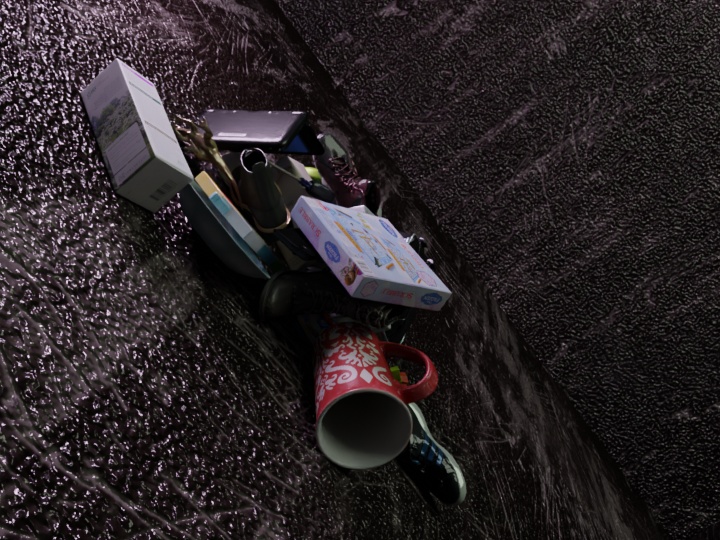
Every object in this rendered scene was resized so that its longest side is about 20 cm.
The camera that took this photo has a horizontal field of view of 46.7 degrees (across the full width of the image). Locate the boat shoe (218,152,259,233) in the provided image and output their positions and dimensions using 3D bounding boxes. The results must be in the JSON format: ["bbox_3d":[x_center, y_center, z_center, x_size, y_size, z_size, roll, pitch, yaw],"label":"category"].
[{"bbox_3d":[-0.196,-0.137,1.451,0.202,0.073,0.063,52,-28,40],"label":"boat shoe"}]

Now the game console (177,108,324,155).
[{"bbox_3d":[-0.184,-0.212,1.439,0.176,0.198,0.117,-65,153,-49],"label":"game console"}]

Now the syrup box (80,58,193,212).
[{"bbox_3d":[-0.310,-0.187,1.149,0.081,0.079,0.201,32,26,-55],"label":"syrup box"}]

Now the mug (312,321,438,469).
[{"bbox_3d":[0.012,0.171,1.211,0.200,0.176,0.135,-109,-160,-62],"label":"mug"}]

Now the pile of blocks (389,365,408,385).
[{"bbox_3d":[0.047,0.177,1.376,0.200,0.062,0.083,-144,-141,-83],"label":"pile of blocks"}]

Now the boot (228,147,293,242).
[{"bbox_3d":[-0.168,-0.154,1.314,0.200,0.077,0.139,46,-22,46],"label":"boot"}]

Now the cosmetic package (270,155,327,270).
[{"bbox_3d":[-0.114,-0.097,1.530,0.201,0.103,0.073,59,17,22],"label":"cosmetic package"}]

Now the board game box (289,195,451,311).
[{"bbox_3d":[0.016,-0.025,1.285,0.199,0.041,0.200,12,31,-44],"label":"board game box"}]

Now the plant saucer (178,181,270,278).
[{"bbox_3d":[-0.207,-0.056,1.203,0.201,0.039,0.201,51,-1,1],"label":"plant saucer"}]

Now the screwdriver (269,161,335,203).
[{"bbox_3d":[-0.116,-0.167,1.457,0.199,0.028,0.029,32,56,-41],"label":"screwdriver"}]

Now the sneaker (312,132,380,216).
[{"bbox_3d":[-0.013,-0.170,1.516,0.115,0.075,0.201,-21,-86,62],"label":"sneaker"}]

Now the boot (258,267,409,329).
[{"bbox_3d":[-0.036,0.048,1.251,0.173,0.070,0.199,18,23,30],"label":"boot"}]

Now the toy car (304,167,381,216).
[{"bbox_3d":[-0.072,-0.110,1.652,0.200,0.174,0.151,47,53,-35],"label":"toy car"}]

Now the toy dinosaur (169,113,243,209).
[{"bbox_3d":[-0.241,-0.190,1.303,0.200,0.058,0.101,43,-7,20],"label":"toy dinosaur"}]

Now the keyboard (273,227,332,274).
[{"bbox_3d":[-0.056,-0.026,1.305,0.104,0.040,0.200,37,20,22],"label":"keyboard"}]

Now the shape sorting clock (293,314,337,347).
[{"bbox_3d":[-0.059,0.090,1.400,0.200,0.039,0.200,49,15,-18],"label":"shape sorting clock"}]

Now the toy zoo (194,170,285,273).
[{"bbox_3d":[-0.186,-0.075,1.270,0.131,0.020,0.200,49,-4,23],"label":"toy zoo"}]

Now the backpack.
[{"bbox_3d":[0.042,0.038,1.567,0.178,0.149,0.201,65,38,-54],"label":"backpack"}]

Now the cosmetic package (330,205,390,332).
[{"bbox_3d":[0.000,0.000,1.437,0.102,0.073,0.202,37,47,-55],"label":"cosmetic package"}]

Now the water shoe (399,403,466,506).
[{"bbox_3d":[0.093,0.306,1.371,0.079,0.072,0.201,-9,58,-50],"label":"water shoe"}]
